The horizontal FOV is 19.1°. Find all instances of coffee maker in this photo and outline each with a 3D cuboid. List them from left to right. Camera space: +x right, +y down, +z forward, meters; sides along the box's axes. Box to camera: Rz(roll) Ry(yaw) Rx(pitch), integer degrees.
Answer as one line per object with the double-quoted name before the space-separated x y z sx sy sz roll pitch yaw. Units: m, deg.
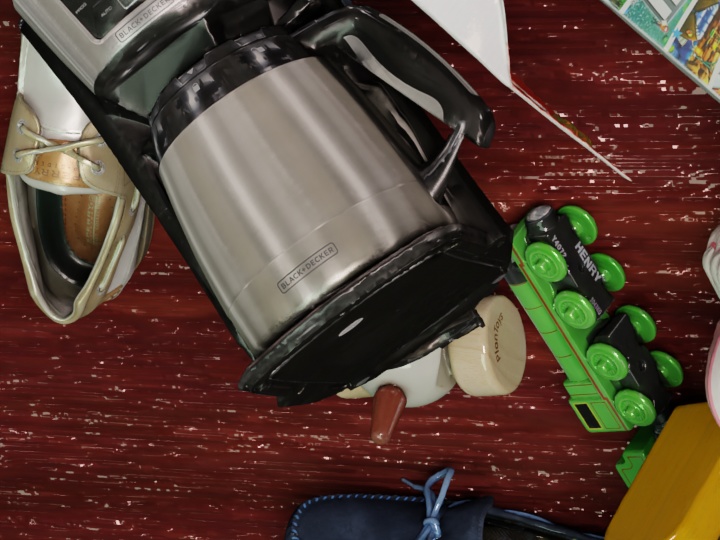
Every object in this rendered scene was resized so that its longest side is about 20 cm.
"coffee maker" -0.041 -0.053 0.878 0.200 0.134 0.192 57 169 13

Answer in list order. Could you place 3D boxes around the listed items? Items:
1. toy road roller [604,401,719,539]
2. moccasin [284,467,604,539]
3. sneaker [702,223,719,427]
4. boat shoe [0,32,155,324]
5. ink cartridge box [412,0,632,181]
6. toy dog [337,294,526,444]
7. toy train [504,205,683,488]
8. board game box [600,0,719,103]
"toy road roller" 0.218 0.099 0.948 0.123 0.200 0.146 49 149 -21
"moccasin" 0.060 0.143 1.126 0.199 0.081 0.068 6 145 -2
"sneaker" 0.181 0.020 0.900 0.075 0.200 0.105 49 140 -9
"boat shoe" -0.132 -0.062 1.025 0.074 0.069 0.201 9 130 12
"ink cartridge box" 0.028 -0.132 0.860 0.200 0.160 0.047 37 98 -26
"toy dog" 0.000 0.000 1.004 0.132 0.096 0.200 -28 112 34
"toy train" 0.124 0.051 1.044 0.056 0.042 0.200 -8 122 49
"board game box" 0.122 -0.172 0.805 0.200 0.064 0.148 37 99 -14
